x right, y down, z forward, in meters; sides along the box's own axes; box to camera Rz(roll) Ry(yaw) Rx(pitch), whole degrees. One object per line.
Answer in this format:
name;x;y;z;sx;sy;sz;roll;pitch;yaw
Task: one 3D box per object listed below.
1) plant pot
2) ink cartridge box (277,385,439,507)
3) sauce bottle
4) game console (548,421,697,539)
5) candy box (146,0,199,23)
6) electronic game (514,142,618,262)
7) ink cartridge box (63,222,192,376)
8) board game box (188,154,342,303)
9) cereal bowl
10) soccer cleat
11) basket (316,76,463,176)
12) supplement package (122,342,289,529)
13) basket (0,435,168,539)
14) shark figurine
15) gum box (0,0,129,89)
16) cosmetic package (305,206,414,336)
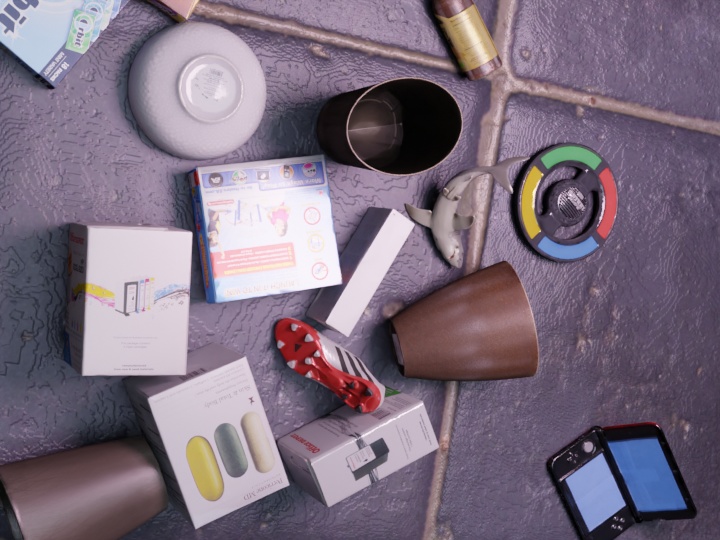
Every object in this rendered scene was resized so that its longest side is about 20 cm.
plant pot;0.151;0.098;1.807;0.200;0.187;0.187;-14;100;-7
ink cartridge box;-0.006;0.262;1.756;0.200;0.147;0.083;-25;104;-19
sauce bottle;0.153;-0.396;1.810;0.065;0.065;0.200;-33;105;-18
game console;0.445;0.372;1.978;0.172;0.119;0.200;-31;106;-18
candy box;-0.247;-0.464;1.633;0.117;0.056;0.200;32;83;-23
electronic game;0.345;-0.113;1.931;0.200;0.042;0.200;-2;95;-23
ink cartridge box;-0.322;0.035;1.596;0.145;0.147;0.200;2;94;-24
board game box;-0.139;-0.062;1.703;0.200;0.056;0.196;-8;91;-23
cereal bowl;-0.224;-0.255;1.648;0.200;0.083;0.200;-2;96;-22
soccer cleat;-0.045;0.141;1.761;0.200;0.085;0.069;37;105;9
basket;0.025;-0.209;1.696;0.180;0.200;0.136;-11;100;-21
supplement package;-0.221;0.230;1.655;0.152;0.151;0.200;-22;103;-21
basket;-0.379;0.317;1.601;0.200;0.136;0.180;-19;102;-24
shark figurine;0.162;-0.120;1.820;0.128;0.215;0.090;37;37;6
gum box;-0.439;-0.374;1.563;0.200;0.045;0.170;41;78;-21
cosmetic package;0.000;0.000;1.769;0.051;0.083;0.200;34;82;-22
